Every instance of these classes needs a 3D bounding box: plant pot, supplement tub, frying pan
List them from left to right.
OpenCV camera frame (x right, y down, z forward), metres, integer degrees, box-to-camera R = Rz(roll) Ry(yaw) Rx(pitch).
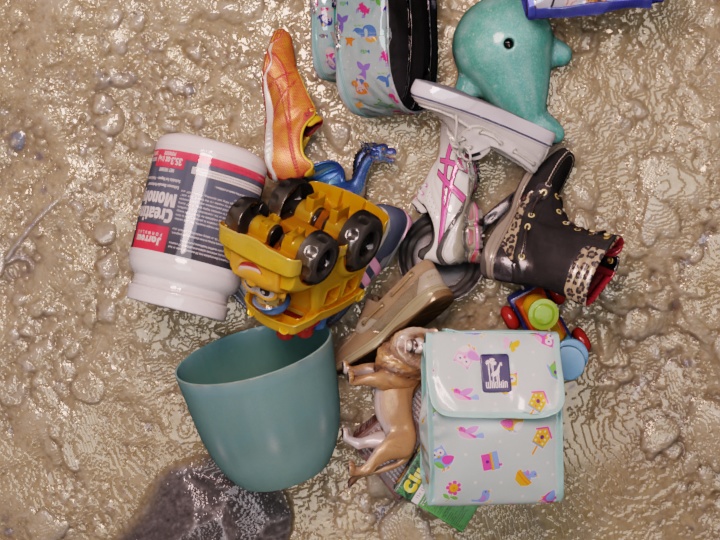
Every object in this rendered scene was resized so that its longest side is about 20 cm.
[{"bbox_3d":[-0.197,-0.051,1.415,0.138,0.140,0.203,13,85,1],"label":"supplement tub"},{"bbox_3d":[-0.113,0.174,1.467,0.198,0.201,0.163,-13,105,3],"label":"plant pot"},{"bbox_3d":[0.123,-0.050,1.520,0.114,0.031,0.191,30,83,4],"label":"frying pan"}]

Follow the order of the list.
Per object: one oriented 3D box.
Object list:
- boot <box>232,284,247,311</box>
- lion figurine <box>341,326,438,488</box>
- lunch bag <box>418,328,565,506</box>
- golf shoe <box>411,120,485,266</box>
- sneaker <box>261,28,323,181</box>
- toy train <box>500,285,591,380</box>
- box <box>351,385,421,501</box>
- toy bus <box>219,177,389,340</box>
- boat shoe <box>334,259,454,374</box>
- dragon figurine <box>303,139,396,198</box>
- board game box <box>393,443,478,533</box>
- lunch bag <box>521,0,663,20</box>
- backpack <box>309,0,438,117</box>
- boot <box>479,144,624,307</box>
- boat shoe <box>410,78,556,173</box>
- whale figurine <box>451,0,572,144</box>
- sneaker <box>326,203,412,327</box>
[{"bbox_3d":[-0.199,-0.007,1.521,0.090,0.073,0.201,-36,83,9],"label":"boot"},{"bbox_3d":[0.040,0.168,1.455,0.121,0.072,0.203,0,100,-12],"label":"lion figurine"},{"bbox_3d":[0.152,0.166,1.390,0.168,0.122,0.203,0,102,-2],"label":"lunch bag"},{"bbox_3d":[0.107,-0.107,1.483,0.091,0.073,0.203,-3,77,6],"label":"golf shoe"},{"bbox_3d":[-0.086,-0.207,1.487,0.076,0.073,0.203,-4,78,0],"label":"sneaker"},{"bbox_3d":[0.219,0.045,1.480,0.084,0.116,0.202,-29,92,3],"label":"toy train"},{"bbox_3d":[0.092,0.189,1.517,0.199,0.075,0.100,-40,91,6],"label":"box"},{"bbox_3d":[-0.078,0.007,1.393,0.135,0.199,0.194,27,120,25],"label":"toy bus"},{"bbox_3d":[0.033,0.063,1.501,0.199,0.071,0.065,-39,67,26],"label":"boat shoe"},{"bbox_3d":[-0.046,-0.107,1.508,0.197,0.059,0.101,-12,93,2],"label":"dragon figurine"},{"bbox_3d":[0.135,0.215,1.471,0.104,0.023,0.201,32,95,-7],"label":"board game box"},{"bbox_3d":[0.267,-0.389,1.409,0.168,0.124,0.202,-6,59,5],"label":"lunch bag"},{"bbox_3d":[0.023,-0.286,1.439,0.149,0.177,0.203,-5,99,24],"label":"backpack"},{"bbox_3d":[0.252,-0.053,1.446,0.149,0.073,0.201,22,66,32],"label":"boot"},{"bbox_3d":[0.137,-0.160,1.416,0.200,0.075,0.087,17,102,-30],"label":"boat shoe"},{"bbox_3d":[0.191,-0.243,1.469,0.157,0.104,0.202,-19,95,3],"label":"whale figurine"},{"bbox_3d":[0.000,0.000,1.505,0.070,0.081,0.201,53,124,26],"label":"sneaker"}]
